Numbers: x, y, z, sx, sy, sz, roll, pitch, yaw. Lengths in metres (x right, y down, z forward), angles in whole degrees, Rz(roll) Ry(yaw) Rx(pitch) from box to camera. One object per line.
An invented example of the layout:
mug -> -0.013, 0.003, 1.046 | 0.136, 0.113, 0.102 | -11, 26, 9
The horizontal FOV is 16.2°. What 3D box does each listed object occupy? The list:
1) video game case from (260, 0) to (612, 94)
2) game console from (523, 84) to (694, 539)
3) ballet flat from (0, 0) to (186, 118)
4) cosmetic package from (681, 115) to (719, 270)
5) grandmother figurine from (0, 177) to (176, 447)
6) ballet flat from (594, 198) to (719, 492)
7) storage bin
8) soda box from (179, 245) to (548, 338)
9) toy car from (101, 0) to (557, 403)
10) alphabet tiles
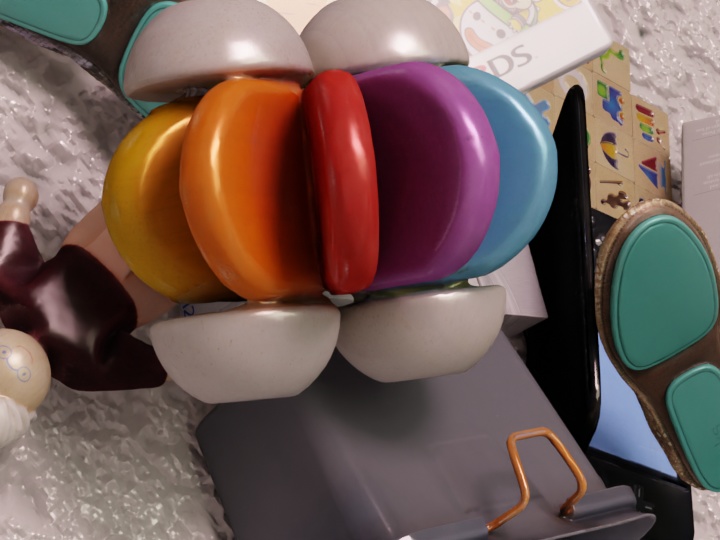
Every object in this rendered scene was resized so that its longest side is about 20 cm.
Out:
video game case -> 0.007, -0.162, 1.271 | 0.182, 0.023, 0.200 | -28, 85, -24
game console -> 0.145, 0.031, 1.367 | 0.176, 0.116, 0.200 | 22, 55, -34
ballet flat -> -0.110, -0.122, 1.222 | 0.200, 0.072, 0.072 | 31, 46, -6
cosmetic package -> 0.248, 0.002, 1.483 | 0.090, 0.107, 0.200 | 50, 37, -50
grandmother figurine -> -0.119, 0.005, 1.136 | 0.121, 0.061, 0.200 | 37, 59, 11
ballet flat -> 0.153, 0.031, 1.286 | 0.065, 0.070, 0.200 | 58, -8, 51
storage bin -> 0.026, 0.098, 1.208 | 0.200, 0.146, 0.134 | -7, 62, -47
soda box -> 0.000, 0.000, 1.285 | 0.200, 0.063, 0.068 | 7, 63, -42
toy car -> -0.002, -0.038, 1.094 | 0.200, 0.150, 0.175 | -5, 85, -32
alphabet tiles -> 0.113, -0.089, 1.494 | 0.200, 0.006, 0.167 | 25, 52, -33
